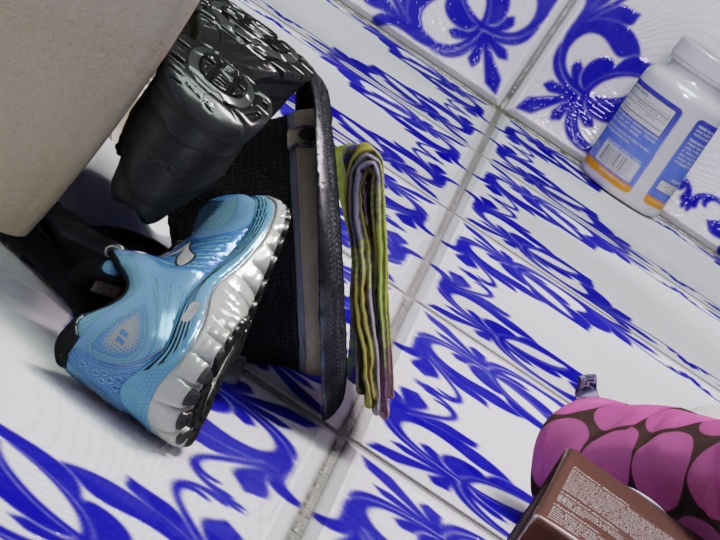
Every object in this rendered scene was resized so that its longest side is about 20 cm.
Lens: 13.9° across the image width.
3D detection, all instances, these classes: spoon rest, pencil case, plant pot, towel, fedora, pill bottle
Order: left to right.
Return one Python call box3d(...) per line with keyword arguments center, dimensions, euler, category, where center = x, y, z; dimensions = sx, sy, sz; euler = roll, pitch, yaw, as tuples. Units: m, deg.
box3d(center=(-0.201, -0.132, 1.457), dimensions=(0.200, 0.177, 0.200), euler=(18, 13, -17), category="plant pot")
box3d(center=(-0.141, -0.047, 1.647), dimensions=(0.099, 0.061, 0.200), euler=(5, -7, 45), category="spoon rest")
box3d(center=(-0.057, -0.013, 1.594), dimensions=(0.091, 0.201, 0.201), euler=(-3, 13, -2), category="fedora")
box3d(center=(0.000, 0.000, 1.631), dimensions=(0.023, 0.144, 0.200), euler=(-4, 5, -3), category="towel")
box3d(center=(0.359, -0.173, 3.495), dimensions=(0.112, 0.200, 0.112), euler=(33, 9, -6), category="pill bottle")
box3d(center=(0.179, 0.110, 1.622), dimensions=(0.094, 0.091, 0.200), euler=(-13, 10, -29), category="pencil case")

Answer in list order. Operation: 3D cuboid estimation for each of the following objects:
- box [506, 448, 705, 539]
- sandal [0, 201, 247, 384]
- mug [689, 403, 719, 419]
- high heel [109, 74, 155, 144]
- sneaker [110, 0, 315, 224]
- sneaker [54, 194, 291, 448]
box3d(center=(0.116, 0.156, 1.459), dimensions=(0.100, 0.075, 0.200), euler=(34, 11, 5), category="box")
box3d(center=(-0.135, -0.009, 1.524), dimensions=(0.200, 0.043, 0.076), euler=(38, 11, 26), category="sandal")
box3d(center=(0.252, 0.133, 1.747), dimensions=(0.153, 0.187, 0.150), euler=(13, 47, -42), category="mug")
box3d(center=(-0.169, -0.116, 1.833), dimensions=(0.143, 0.071, 0.200), euler=(43, -4, 15), category="high heel")
box3d(center=(-0.084, -0.082, 1.496), dimensions=(0.076, 0.091, 0.200), euler=(38, 20, 0), category="sneaker")
box3d(center=(-0.093, 0.005, 1.425), dimensions=(0.090, 0.078, 0.200), euler=(23, 24, 1), category="sneaker")
